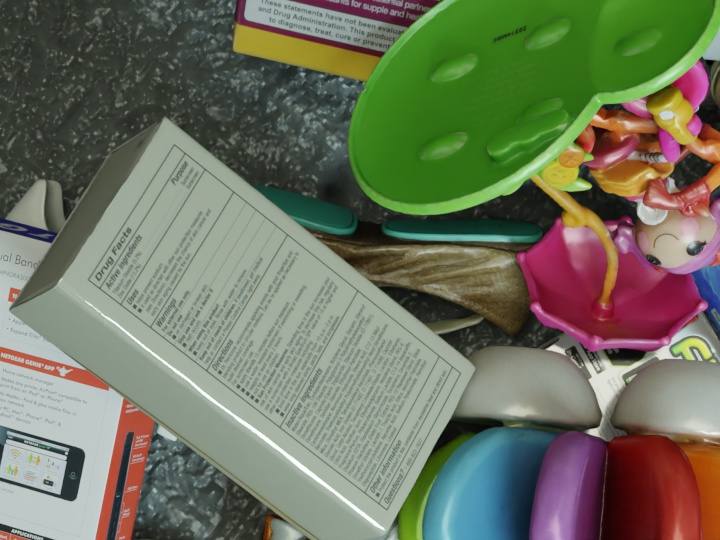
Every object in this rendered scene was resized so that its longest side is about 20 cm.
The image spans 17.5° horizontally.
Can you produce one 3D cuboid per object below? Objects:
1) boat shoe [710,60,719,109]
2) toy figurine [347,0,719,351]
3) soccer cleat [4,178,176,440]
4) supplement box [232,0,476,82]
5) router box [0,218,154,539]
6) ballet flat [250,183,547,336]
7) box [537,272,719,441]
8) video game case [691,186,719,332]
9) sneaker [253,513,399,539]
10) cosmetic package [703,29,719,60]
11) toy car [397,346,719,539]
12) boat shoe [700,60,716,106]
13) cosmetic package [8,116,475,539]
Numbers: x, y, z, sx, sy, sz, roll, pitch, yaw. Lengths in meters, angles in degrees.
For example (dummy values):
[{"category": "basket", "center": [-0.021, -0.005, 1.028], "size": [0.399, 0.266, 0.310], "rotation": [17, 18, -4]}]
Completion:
[{"category": "boat shoe", "center": [0.270, -0.059, 1.188], "size": [0.198, 0.067, 0.074], "rotation": [21, 129, -6]}, {"category": "toy figurine", "center": [0.124, -0.042, 1.138], "size": [0.199, 0.184, 0.151], "rotation": [-19, 43, 27]}, {"category": "soccer cleat", "center": [-0.111, 0.027, 1.227], "size": [0.199, 0.069, 0.086], "rotation": [31, 96, 11]}, {"category": "supplement box", "center": [0.018, -0.204, 1.189], "size": [0.130, 0.103, 0.202], "rotation": [14, 115, 5]}, {"category": "router box", "center": [-0.203, 0.063, 1.198], "size": [0.198, 0.049, 0.181], "rotation": [15, 96, 18]}, {"category": "ballet flat", "center": [0.000, 0.000, 1.234], "size": [0.198, 0.068, 0.073], "rotation": [8, 103, 0]}, {"category": "box", "center": [0.168, 0.113, 1.217], "size": [0.109, 0.035, 0.201], "rotation": [-29, 82, 0]}, {"category": "video game case", "center": [0.250, 0.028, 1.148], "size": [0.045, 0.181, 0.201], "rotation": [-30, 81, -25]}, {"category": "sneaker", "center": [-0.038, 0.174, 1.191], "size": [0.079, 0.074, 0.201], "rotation": [36, 79, -31]}, {"category": "cosmetic package", "center": [0.235, -0.194, 1.199], "size": [0.149, 0.052, 0.201], "rotation": [4, 56, 7]}, {"category": "toy car", "center": [0.114, 0.127, 1.125], "size": [0.198, 0.150, 0.177], "rotation": [4, 86, 7]}, {"category": "boat shoe", "center": [0.234, -0.126, 1.224], "size": [0.198, 0.069, 0.073], "rotation": [2, 83, 3]}, {"category": "cosmetic package", "center": [-0.054, 0.033, 1.114], "size": [0.200, 0.073, 0.104], "rotation": [39, 64, -15]}]
